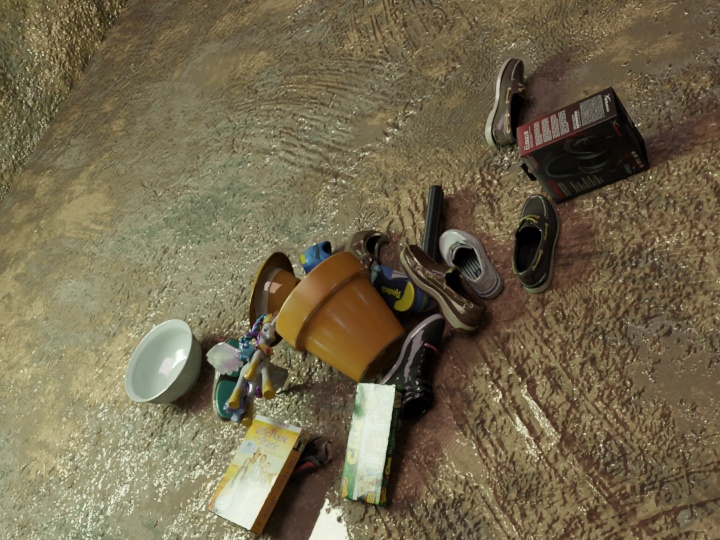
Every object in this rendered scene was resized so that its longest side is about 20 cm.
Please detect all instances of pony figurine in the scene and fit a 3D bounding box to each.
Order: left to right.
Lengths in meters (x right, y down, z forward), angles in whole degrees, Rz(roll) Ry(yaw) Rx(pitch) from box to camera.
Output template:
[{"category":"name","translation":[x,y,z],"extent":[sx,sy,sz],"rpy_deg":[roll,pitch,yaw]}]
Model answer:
[{"category":"pony figurine","translation":[-0.203,0.191,1.730],"extent":[0.193,0.166,0.201],"rpy_deg":[-53,20,39]}]

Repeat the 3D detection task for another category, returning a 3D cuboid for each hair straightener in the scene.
[{"category":"hair straightener","translation":[-0.131,0.349,1.683],"extent":[0.200,0.041,0.077],"rpy_deg":[-33,41,26]}]

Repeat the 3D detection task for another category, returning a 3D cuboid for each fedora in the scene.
[{"category":"fedora","translation":[-0.150,0.064,1.830],"extent":[0.081,0.201,0.201],"rpy_deg":[9,64,22]}]

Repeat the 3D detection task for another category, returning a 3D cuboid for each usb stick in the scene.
[{"category":"usb stick","translation":[0.139,-0.076,1.773],"extent":[0.032,0.056,0.201],"rpy_deg":[3,57,10]}]

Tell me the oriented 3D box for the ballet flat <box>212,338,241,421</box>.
[{"category":"ballet flat","translation":[-0.277,0.238,1.903],"extent":[0.064,0.067,0.201],"rpy_deg":[-50,30,44]}]

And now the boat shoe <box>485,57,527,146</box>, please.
[{"category":"boat shoe","translation":[0.303,-0.339,1.822],"extent":[0.059,0.072,0.201],"rpy_deg":[2,64,36]}]

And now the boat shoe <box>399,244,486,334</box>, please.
[{"category":"boat shoe","translation":[0.153,0.017,1.625],"extent":[0.202,0.075,0.075],"rpy_deg":[50,124,23]}]

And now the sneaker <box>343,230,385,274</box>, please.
[{"category":"sneaker","translation":[0.000,0.000,1.823],"extent":[0.075,0.070,0.201],"rpy_deg":[-13,52,33]}]

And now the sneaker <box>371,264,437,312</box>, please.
[{"category":"sneaker","translation":[0.079,0.038,1.728],"extent":[0.200,0.082,0.074],"rpy_deg":[29,113,61]}]

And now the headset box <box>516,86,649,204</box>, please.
[{"category":"headset box","translation":[0.378,-0.211,1.589],"extent":[0.199,0.149,0.078],"rpy_deg":[-21,46,27]}]

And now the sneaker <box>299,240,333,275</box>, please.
[{"category":"sneaker","translation":[-0.066,0.009,1.880],"extent":[0.078,0.066,0.200],"rpy_deg":[-35,41,9]}]

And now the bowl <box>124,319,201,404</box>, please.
[{"category":"bowl","translation":[-0.417,0.217,2.011],"extent":[0.200,0.090,0.202],"rpy_deg":[-24,45,27]}]

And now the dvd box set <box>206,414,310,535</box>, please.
[{"category":"dvd box set","translation":[-0.187,0.370,1.671],"extent":[0.146,0.029,0.201],"rpy_deg":[6,62,48]}]

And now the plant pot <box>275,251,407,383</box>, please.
[{"category":"plant pot","translation":[-0.021,0.100,1.660],"extent":[0.183,0.200,0.200],"rpy_deg":[42,90,18]}]

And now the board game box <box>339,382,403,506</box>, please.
[{"category":"board game box","translation":[0.018,0.295,1.562],"extent":[0.105,0.023,0.201],"rpy_deg":[-8,69,51]}]

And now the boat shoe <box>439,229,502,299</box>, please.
[{"category":"boat shoe","translation":[0.195,-0.028,1.673],"extent":[0.074,0.067,0.200],"rpy_deg":[-45,40,4]}]

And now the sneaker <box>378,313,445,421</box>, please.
[{"category":"sneaker","translation":[0.109,0.177,1.590],"extent":[0.201,0.071,0.099],"rpy_deg":[-56,42,0]}]

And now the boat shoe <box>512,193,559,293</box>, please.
[{"category":"boat shoe","translation":[0.306,-0.060,1.602],"extent":[0.071,0.061,0.202],"rpy_deg":[-16,50,32]}]
